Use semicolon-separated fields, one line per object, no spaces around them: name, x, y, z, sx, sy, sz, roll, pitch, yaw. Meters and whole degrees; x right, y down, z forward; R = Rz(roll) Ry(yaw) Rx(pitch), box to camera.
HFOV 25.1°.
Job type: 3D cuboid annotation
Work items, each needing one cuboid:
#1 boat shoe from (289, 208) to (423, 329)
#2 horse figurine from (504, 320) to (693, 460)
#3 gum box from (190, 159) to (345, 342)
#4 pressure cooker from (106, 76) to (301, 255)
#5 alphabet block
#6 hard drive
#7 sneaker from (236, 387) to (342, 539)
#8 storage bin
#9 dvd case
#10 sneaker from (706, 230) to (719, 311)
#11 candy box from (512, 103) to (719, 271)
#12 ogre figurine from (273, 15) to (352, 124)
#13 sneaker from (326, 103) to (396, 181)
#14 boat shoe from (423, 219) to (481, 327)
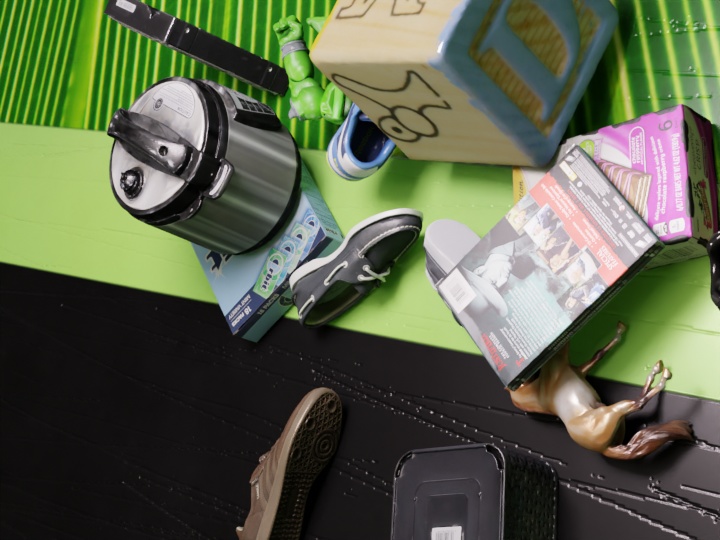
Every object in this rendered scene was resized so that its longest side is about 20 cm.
boat shoe;0.000;0.000;1.767;0.200;0.075;0.061;-38;51;41
horse figurine;0.223;0.117;1.534;0.133;0.050;0.200;-52;46;9
gum box;-0.117;-0.047;1.905;0.170;0.044;0.201;-46;49;20
pressure cooker;-0.185;-0.120;1.823;0.175;0.199;0.180;-25;59;34
alphabet block;0.105;-0.235;1.628;0.199;0.195;0.197;9;63;48
hard drive;-0.194;-0.272;1.946;0.139;0.199;0.038;30;98;43
sneaker;-0.087;0.216;1.767;0.075;0.070;0.201;20;89;45
storage bin;0.107;0.276;1.554;0.135;0.093;0.202;-11;69;40
dvd case;0.176;-0.004;1.542;0.200;0.022;0.146;-45;52;13
sneaker;0.355;0.042;1.407;0.071;0.098;0.201;-34;56;27
candy box;0.244;-0.066;1.571;0.199;0.061;0.137;-17;65;38
ogre figurine;-0.009;-0.221;1.824;0.198;0.098;0.121;10;87;-1
sneaker;0.030;-0.187;1.742;0.082;0.074;0.201;-139;71;-81
boat shoe;0.122;0.032;1.646;0.200;0.071;0.068;50;145;39
